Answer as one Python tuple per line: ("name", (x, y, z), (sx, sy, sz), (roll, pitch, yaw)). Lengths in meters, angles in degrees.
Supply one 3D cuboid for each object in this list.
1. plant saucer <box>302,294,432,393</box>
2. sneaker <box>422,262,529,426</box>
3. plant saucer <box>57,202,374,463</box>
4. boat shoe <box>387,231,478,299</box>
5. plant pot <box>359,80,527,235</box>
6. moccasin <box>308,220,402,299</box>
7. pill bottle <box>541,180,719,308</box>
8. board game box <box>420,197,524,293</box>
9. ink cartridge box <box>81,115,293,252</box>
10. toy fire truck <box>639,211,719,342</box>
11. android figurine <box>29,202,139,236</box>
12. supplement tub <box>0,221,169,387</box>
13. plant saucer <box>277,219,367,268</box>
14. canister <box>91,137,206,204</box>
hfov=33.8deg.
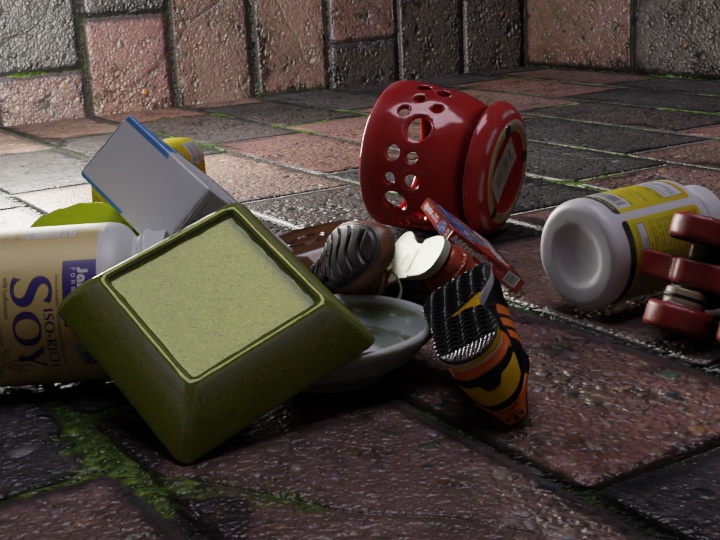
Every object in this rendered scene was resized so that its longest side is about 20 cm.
("plant saucer", (-0.028, 0.071, 1.084), (0.197, 0.051, 0.200), (-2, 15, 1))
("sneaker", (0.105, 0.065, 1.019), (0.069, 0.091, 0.200), (-29, 15, 11))
("plant saucer", (-0.122, 0.031, 0.982), (0.199, 0.048, 0.200), (-31, 57, -26))
("boat shoe", (0.073, 0.000, 1.311), (0.062, 0.072, 0.200), (31, -10, -16))
("plant pot", (0.120, -0.145, 1.607), (0.181, 0.203, 0.200), (14, 20, 25))
("moccasin", (0.000, 0.002, 1.209), (0.077, 0.075, 0.202), (3, -23, -15))
("pill bottle", (0.297, -0.033, 1.262), (0.198, 0.114, 0.112), (-13, 18, -36))
("board game box", (0.128, -0.033, 1.391), (0.103, 0.020, 0.200), (36, 8, -12))
("ink cartridge box", (-0.180, -0.059, 1.267), (0.145, 0.084, 0.200), (40, 1, 28))
("toy fire truck", (0.373, 0.023, 1.120), (0.167, 0.113, 0.199), (17, 0, -40))
("android figurine", (-0.302, 0.001, 1.244), (0.180, 0.041, 0.201), (-1, 47, 12))
("supplement tub", (-0.274, 0.031, 1.096), (0.197, 0.147, 0.146), (-4, 15, -3))
("plant saucer", (-0.062, -0.023, 1.407), (0.198, 0.035, 0.200), (-14, 14, 3))
("canister", (-0.275, -0.096, 1.581), (0.085, 0.151, 0.200), (1, 13, 14))
